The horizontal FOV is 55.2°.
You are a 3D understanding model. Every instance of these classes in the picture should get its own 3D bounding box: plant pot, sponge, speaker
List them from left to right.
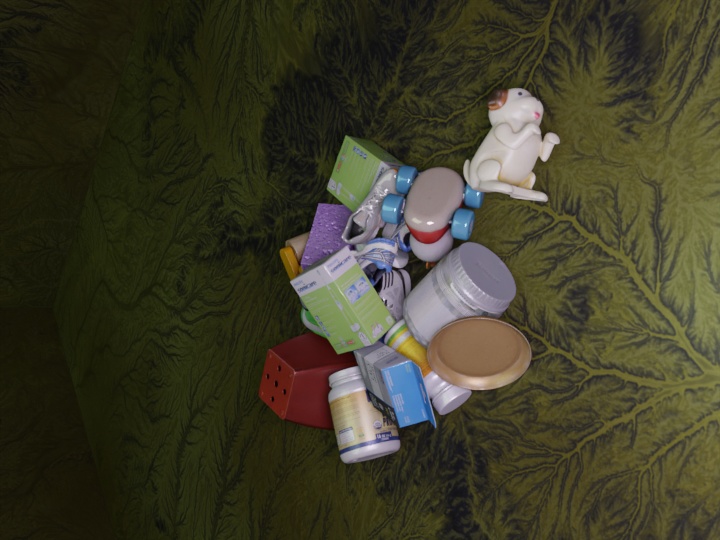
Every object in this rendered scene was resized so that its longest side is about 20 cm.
[{"bbox_3d":[-0.145,0.284,1.764,0.199,0.175,0.202,29,110,47],"label":"plant pot"},{"bbox_3d":[-0.070,-0.083,1.693,0.030,0.110,0.201,79,-161,-52],"label":"sponge"},{"bbox_3d":[-0.068,0.131,1.750,0.199,0.088,0.089,17,101,50],"label":"speaker"},{"bbox_3d":[0.228,0.156,1.330,0.200,0.199,0.028,-48,21,37],"label":"plant pot"}]

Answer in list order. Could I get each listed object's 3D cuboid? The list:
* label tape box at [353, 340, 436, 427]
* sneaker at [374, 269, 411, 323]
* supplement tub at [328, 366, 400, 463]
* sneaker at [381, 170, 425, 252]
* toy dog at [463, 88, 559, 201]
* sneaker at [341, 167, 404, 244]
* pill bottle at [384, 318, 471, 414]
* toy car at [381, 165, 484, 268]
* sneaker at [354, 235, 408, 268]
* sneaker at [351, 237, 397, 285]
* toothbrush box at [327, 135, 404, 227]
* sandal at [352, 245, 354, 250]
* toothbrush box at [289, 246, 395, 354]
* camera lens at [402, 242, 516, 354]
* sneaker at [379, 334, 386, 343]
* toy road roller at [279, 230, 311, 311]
[{"bbox_3d":[0.071,0.244,1.442,0.200,0.066,0.145,26,137,63],"label":"label tape box"},{"bbox_3d":[0.063,0.096,1.569,0.075,0.115,0.203,-18,75,48],"label":"sneaker"},{"bbox_3d":[0.004,0.334,1.603,0.144,0.143,0.202,-33,64,44],"label":"supplement tub"},{"bbox_3d":[0.125,-0.129,1.553,0.085,0.077,0.201,44,129,31],"label":"sneaker"},{"bbox_3d":[0.290,-0.245,1.317,0.194,0.138,0.202,22,102,63],"label":"toy dog"},{"bbox_3d":[0.027,-0.133,1.513,0.075,0.092,0.201,37,115,14],"label":"sneaker"},{"bbox_3d":[0.145,0.199,1.459,0.201,0.110,0.111,55,128,27],"label":"pill bottle"},{"bbox_3d":[0.156,-0.096,1.464,0.182,0.178,0.201,13,142,17],"label":"toy car"},{"bbox_3d":[0.047,-0.031,1.636,0.200,0.070,0.081,29,109,55],"label":"sneaker"},{"bbox_3d":[0.000,0.000,1.538,0.199,0.077,0.086,-31,45,44],"label":"sneaker"},{"bbox_3d":[0.022,-0.213,1.648,0.200,0.085,0.147,44,121,44],"label":"toothbrush box"},{"bbox_3d":[-0.046,-0.065,1.762,0.082,0.049,0.205,-28,67,47],"label":"sandal"},{"bbox_3d":[-0.040,0.069,1.499,0.201,0.086,0.145,56,143,-7],"label":"toothbrush box"},{"bbox_3d":[0.192,0.062,1.378,0.200,0.159,0.161,-49,53,37],"label":"camera lens"},{"bbox_3d":[0.010,0.104,1.614,0.078,0.089,0.202,-16,68,5],"label":"sneaker"},{"bbox_3d":[-0.102,-0.005,1.719,0.202,0.122,0.146,66,156,2],"label":"toy road roller"}]
